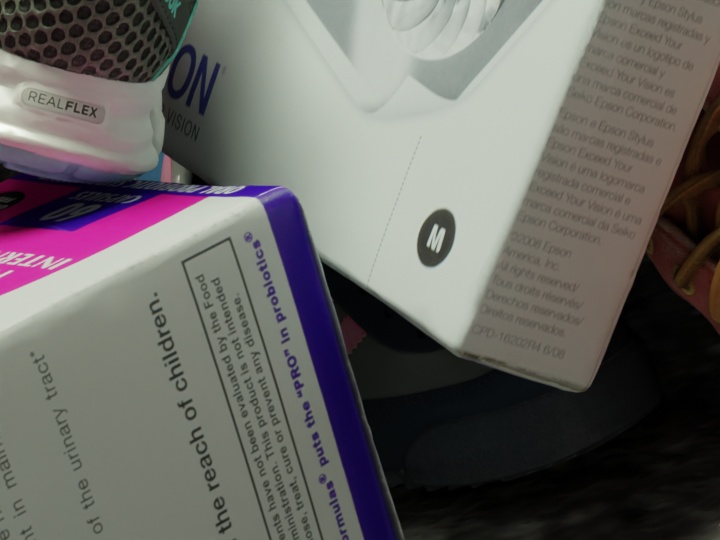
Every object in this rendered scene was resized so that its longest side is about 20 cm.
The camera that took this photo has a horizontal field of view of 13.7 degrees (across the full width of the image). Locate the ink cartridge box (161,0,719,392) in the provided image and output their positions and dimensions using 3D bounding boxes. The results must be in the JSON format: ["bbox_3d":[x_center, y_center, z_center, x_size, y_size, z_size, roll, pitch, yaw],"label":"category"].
[{"bbox_3d":[0.025,-0.098,0.667,0.041,0.200,0.200,18,7,-33],"label":"ink cartridge box"}]

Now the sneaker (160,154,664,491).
[{"bbox_3d":[0.000,0.000,0.742,0.070,0.082,0.200,-24,18,-25],"label":"sneaker"}]

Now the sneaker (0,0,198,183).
[{"bbox_3d":[-0.064,-0.108,0.681,0.077,0.091,0.200,11,35,-23],"label":"sneaker"}]

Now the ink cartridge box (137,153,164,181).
[{"bbox_3d":[-0.143,-0.037,0.872,0.199,0.126,0.129,-11,14,-20],"label":"ink cartridge box"}]

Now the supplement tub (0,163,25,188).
[{"bbox_3d":[-0.160,-0.010,0.702,0.200,0.123,0.122,-27,19,-30],"label":"supplement tub"}]

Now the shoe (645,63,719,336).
[{"bbox_3d":[0.086,-0.005,0.628,0.072,0.091,0.200,-57,1,17],"label":"shoe"}]

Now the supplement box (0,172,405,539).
[{"bbox_3d":[-0.102,0.062,0.604,0.200,0.104,0.101,-30,22,-34],"label":"supplement box"}]
